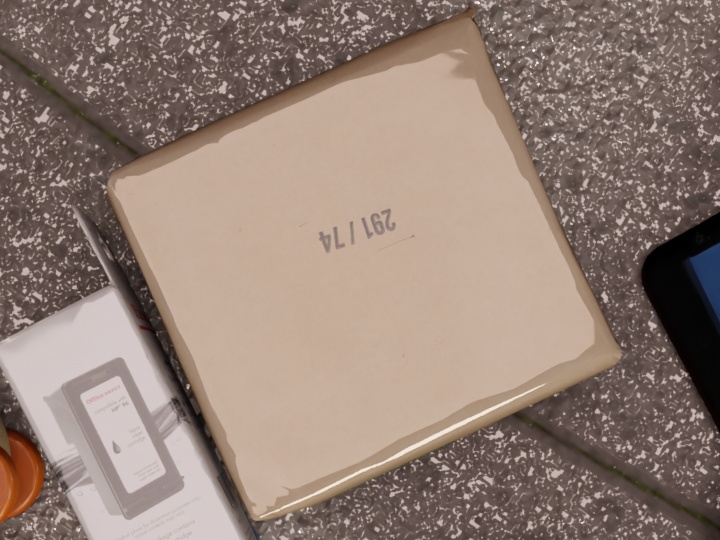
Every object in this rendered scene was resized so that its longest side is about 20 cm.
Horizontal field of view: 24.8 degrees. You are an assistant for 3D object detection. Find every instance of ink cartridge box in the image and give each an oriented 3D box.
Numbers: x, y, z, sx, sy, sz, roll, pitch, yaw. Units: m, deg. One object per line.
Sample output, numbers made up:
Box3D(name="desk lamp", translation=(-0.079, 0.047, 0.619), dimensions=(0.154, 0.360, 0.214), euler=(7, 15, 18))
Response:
Box3D(name="ink cartridge box", translation=(-0.117, 0.076, 0.799), dimensions=(0.068, 0.116, 0.201), euler=(-27, 87, -5))

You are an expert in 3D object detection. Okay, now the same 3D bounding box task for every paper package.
Box3D(name="paper package", translation=(0.000, 0.000, 0.816), dimensions=(0.199, 0.103, 0.191), euler=(-24, 88, -4))

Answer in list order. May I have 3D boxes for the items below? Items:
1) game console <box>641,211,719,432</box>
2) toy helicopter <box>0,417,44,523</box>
Box3D(name="game console", translation=(0.236, 0.039, 0.774), dimensions=(0.200, 0.173, 0.119), euler=(-32, 112, 31))
Box3D(name="toy helicopter", translation=(-0.262, 0.129, 0.812), dimensions=(0.132, 0.079, 0.200), euler=(39, 90, 1))
